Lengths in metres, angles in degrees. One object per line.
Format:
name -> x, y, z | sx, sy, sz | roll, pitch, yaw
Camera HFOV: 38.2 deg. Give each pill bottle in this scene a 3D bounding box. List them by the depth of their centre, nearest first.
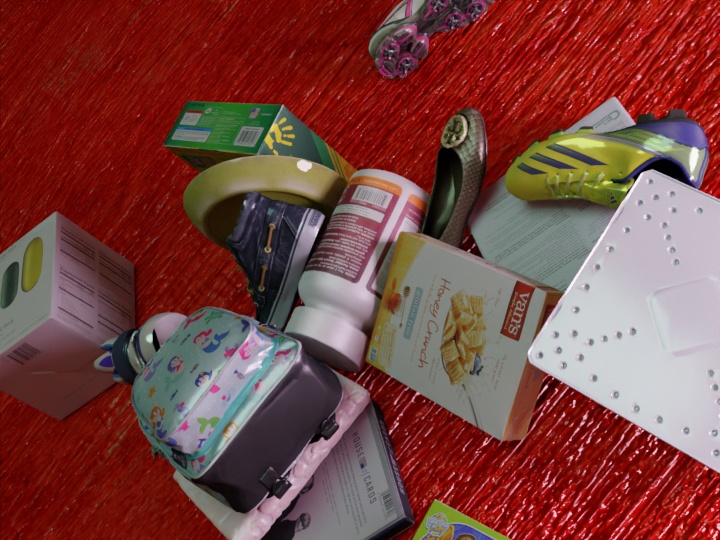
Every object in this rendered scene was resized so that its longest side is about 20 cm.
pill bottle -> 0.000, 0.000, 1.121 | 0.109, 0.110, 0.200 | 8, 66, 45

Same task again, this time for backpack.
backpack -> -0.137, 0.127, 1.048 | 0.178, 0.151, 0.200 | -52, 26, -10

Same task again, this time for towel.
towel -> -0.098, 0.181, 1.101 | 0.200, 0.032, 0.191 | -51, 30, -11

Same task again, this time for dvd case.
dvd case -> -0.046, 0.238, 1.046 | 0.200, 0.025, 0.150 | -35, 42, 16

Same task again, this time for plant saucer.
plant saucer -> -0.104, -0.064, 1.199 | 0.200, 0.200, 0.031 | -21, 57, 30

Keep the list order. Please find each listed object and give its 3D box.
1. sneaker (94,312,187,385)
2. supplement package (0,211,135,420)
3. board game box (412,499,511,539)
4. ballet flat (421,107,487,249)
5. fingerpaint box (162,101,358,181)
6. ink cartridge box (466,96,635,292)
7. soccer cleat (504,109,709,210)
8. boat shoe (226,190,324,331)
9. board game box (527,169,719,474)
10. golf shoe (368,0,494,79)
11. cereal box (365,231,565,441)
sneaker -> -0.255, 0.103, 1.214 | 0.146, 0.200, 0.081 | -17, 86, 13
supplement package -> -0.412, 0.062, 1.415 | 0.152, 0.151, 0.200 | -33, 42, 19
board game box -> 0.108, 0.289, 0.849 | 0.200, 0.045, 0.135 | 17, 73, 48
ballet flat -> 0.088, -0.070, 1.077 | 0.067, 0.046, 0.200 | -146, 65, -63
fingerpaint box -> -0.117, -0.134, 1.286 | 0.200, 0.167, 0.073 | 12, 70, 47
ink cartridge box -> 0.213, -0.047, 1.017 | 0.196, 0.043, 0.200 | -35, 45, 16
soccer cleat -> 0.221, -0.089, 0.964 | 0.200, 0.065, 0.084 | -11, 61, 35
boat shoe -> -0.108, -0.001, 1.169 | 0.071, 0.091, 0.200 | -66, -2, -53
board game box -> 0.272, 0.041, 0.851 | 0.200, 0.026, 0.200 | 30, 82, 26
golf shoe -> 0.089, -0.337, 1.328 | 0.200, 0.073, 0.092 | -35, 41, 17
cereal box -> 0.095, 0.058, 0.997 | 0.200, 0.039, 0.144 | 25, 104, 47
